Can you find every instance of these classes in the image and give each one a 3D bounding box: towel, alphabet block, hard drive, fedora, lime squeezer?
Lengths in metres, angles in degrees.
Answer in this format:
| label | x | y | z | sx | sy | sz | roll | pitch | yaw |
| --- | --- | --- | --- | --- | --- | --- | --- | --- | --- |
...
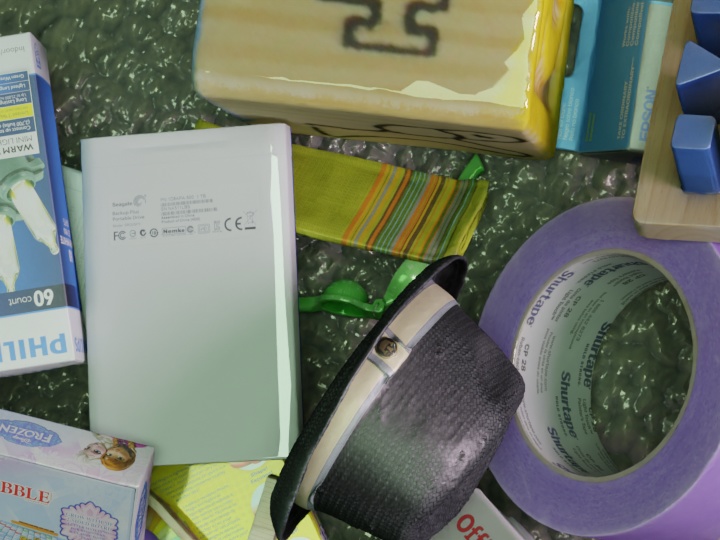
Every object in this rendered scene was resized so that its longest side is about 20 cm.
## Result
| label | x | y | z | sx | sy | sz | roll | pitch | yaw |
| --- | --- | --- | --- | --- | --- | --- | --- | --- | --- |
| towel | -0.023 | -0.049 | 1.360 | 0.198 | 0.086 | 0.018 | 13 | 127 | 11 |
| alphabet block | 0.025 | -0.179 | 1.304 | 0.198 | 0.195 | 0.199 | 7 | 90 | 9 |
| hard drive | -0.103 | 0.016 | 1.324 | 0.131 | 0.025 | 0.202 | -4 | 84 | 11 |
| fedora | 0.033 | 0.092 | 1.264 | 0.091 | 0.201 | 0.201 | 33 | 91 | 10 |
| lime squeezer | 0.000 | 0.000 | 1.387 | 0.199 | 0.038 | 0.071 | -26 | 87 | 3 |

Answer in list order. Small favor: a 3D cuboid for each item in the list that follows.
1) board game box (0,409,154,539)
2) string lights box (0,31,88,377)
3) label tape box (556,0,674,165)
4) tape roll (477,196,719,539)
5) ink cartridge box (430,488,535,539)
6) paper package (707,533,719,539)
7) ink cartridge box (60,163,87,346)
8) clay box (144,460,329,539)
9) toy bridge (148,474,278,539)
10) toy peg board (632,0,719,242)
| label | x | y | z | sx | sy | sz | roll | pitch | yaw |
| --- | --- | --- | --- | --- | --- | --- | --- | --- | --- |
| board game box | -0.234 | 0.172 | 1.342 | 0.198 | 0.041 | 0.201 | 14 | 126 | 4 |
| string lights box | -0.232 | -0.035 | 1.331 | 0.102 | 0.059 | 0.202 | -9 | 85 | 0 |
| label tape box | 0.207 | -0.136 | 1.364 | 0.198 | 0.063 | 0.146 | 8 | 88 | 4 |
| tape roll | 0.167 | 0.062 | 1.297 | 0.199 | 0.085 | 0.202 | -12 | 73 | 41 |
| ink cartridge box | 0.066 | 0.267 | 1.295 | 0.200 | 0.147 | 0.145 | -43 | 125 | 1 |
| paper package | 0.318 | 0.103 | 1.330 | 0.189 | 0.103 | 0.202 | 15 | 90 | 4 |
| ink cartridge box | -0.158 | -0.001 | 1.385 | 0.198 | 0.059 | 0.105 | 18 | 87 | 4 |
| clay box | -0.080 | 0.178 | 1.381 | 0.114 | 0.048 | 0.201 | -25 | 85 | 2 |
| toy bridge | -0.058 | 0.160 | 1.343 | 0.198 | 0.027 | 0.068 | 18 | 88 | 4 |
| toy peg board | 0.259 | -0.123 | 1.218 | 0.197 | 0.098 | 0.202 | 4 | 60 | 20 |
